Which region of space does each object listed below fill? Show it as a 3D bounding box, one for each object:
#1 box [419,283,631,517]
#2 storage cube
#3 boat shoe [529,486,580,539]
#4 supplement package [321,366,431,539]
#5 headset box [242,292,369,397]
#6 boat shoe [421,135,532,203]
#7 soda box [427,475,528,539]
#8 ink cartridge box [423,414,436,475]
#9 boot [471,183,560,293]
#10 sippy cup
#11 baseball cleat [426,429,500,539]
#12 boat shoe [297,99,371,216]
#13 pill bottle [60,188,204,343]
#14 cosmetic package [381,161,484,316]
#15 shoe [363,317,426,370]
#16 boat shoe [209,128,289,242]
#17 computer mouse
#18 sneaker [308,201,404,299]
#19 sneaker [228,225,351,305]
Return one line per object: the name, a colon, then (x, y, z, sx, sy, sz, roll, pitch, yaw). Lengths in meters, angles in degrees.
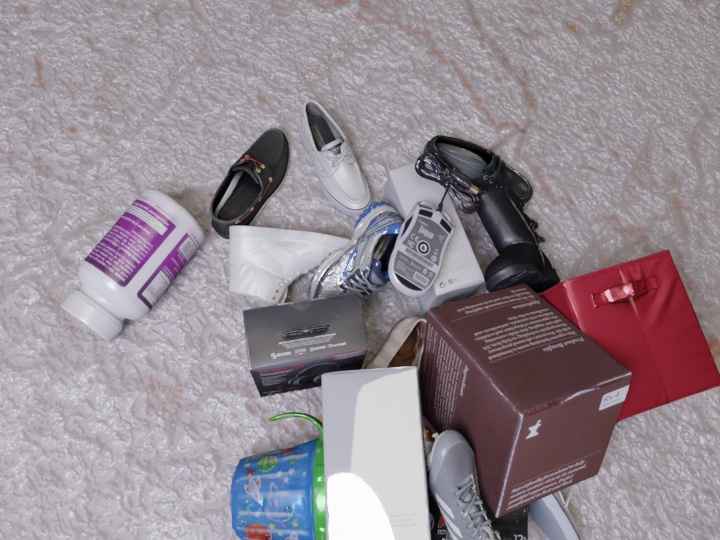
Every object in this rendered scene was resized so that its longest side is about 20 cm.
box: (0.189, 0.150, 0.751, 0.162, 0.168, 0.201, -11, 35, -22)
storage cube: (0.340, 0.101, 0.826, 0.167, 0.200, 0.184, -14, 77, -12)
boat shoe: (0.252, 0.274, 0.827, 0.085, 0.075, 0.204, -24, 65, -17)
supplement package: (0.020, 0.225, 0.702, 0.114, 0.117, 0.206, -5, 73, 5)
headset box: (-0.071, 0.099, 0.784, 0.145, 0.201, 0.079, -9, 71, -9)
boat shoe: (0.194, -0.166, 0.975, 0.196, 0.066, 0.075, 30, 70, 5)
soda box: (0.112, 0.307, 0.771, 0.194, 0.063, 0.073, -1, 95, 5)
ink cartridge box: (0.081, 0.239, 0.838, 0.197, 0.037, 0.096, 30, 70, 3)
boot: (0.211, -0.048, 0.879, 0.196, 0.073, 0.166, 2, 60, -52)
sippy cup: (-0.092, 0.285, 0.761, 0.126, 0.142, 0.181, -3, 44, 4)
baseball cleat: (0.131, 0.279, 0.676, 0.069, 0.105, 0.205, -24, 113, -31)
boat shoe: (-0.041, -0.182, 0.959, 0.070, 0.066, 0.204, -21, 73, -12)
pill bottle: (-0.319, -0.006, 0.845, 0.111, 0.113, 0.202, 32, 70, 7)
cosmetic package: (0.102, -0.049, 0.902, 0.079, 0.113, 0.205, -15, 74, -10)
shoe: (0.037, 0.147, 0.810, 0.069, 0.053, 0.203, 36, 67, -17)
boat shoe: (-0.167, -0.143, 0.937, 0.072, 0.063, 0.205, 24, 69, 6)
computer mouse: (0.088, -0.054, 0.821, 0.108, 0.044, 0.203, 31, 69, -9)
sneaker: (0.000, 0.000, 0.856, 0.085, 0.076, 0.202, 37, 95, 45)
sneaker: (-0.099, 0.000, 0.895, 0.194, 0.074, 0.119, 4, 86, -11)
